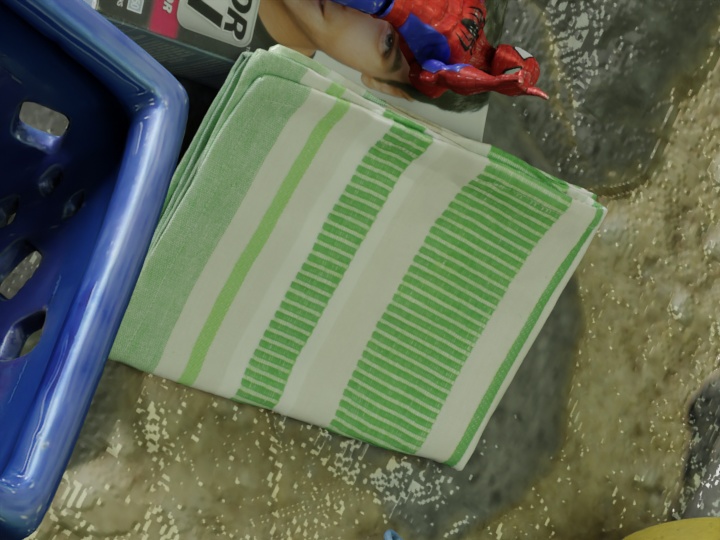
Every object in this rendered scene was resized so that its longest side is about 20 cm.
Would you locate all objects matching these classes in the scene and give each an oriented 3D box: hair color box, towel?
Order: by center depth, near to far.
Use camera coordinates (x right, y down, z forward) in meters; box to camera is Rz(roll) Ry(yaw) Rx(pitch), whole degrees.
[{"bbox_3d":[-0.032,-0.125,1.022,0.200,0.061,0.099,17,80,-33],"label":"hair color box"},{"bbox_3d":[0.000,0.000,1.028,0.200,0.023,0.153,21,104,-33],"label":"towel"}]

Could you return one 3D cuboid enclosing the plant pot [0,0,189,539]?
[{"bbox_3d":[-0.205,-0.013,0.816,0.200,0.180,0.200,37,49,-28],"label":"plant pot"}]

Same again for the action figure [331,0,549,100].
[{"bbox_3d":[0.013,-0.126,0.962,0.200,0.099,0.065,31,74,-31],"label":"action figure"}]

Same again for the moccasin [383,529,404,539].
[{"bbox_3d":[0.010,0.160,1.031,0.200,0.080,0.068,-21,102,-33],"label":"moccasin"}]

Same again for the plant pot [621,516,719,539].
[{"bbox_3d":[0.164,0.198,1.084,0.200,0.200,0.142,23,51,-31],"label":"plant pot"}]
